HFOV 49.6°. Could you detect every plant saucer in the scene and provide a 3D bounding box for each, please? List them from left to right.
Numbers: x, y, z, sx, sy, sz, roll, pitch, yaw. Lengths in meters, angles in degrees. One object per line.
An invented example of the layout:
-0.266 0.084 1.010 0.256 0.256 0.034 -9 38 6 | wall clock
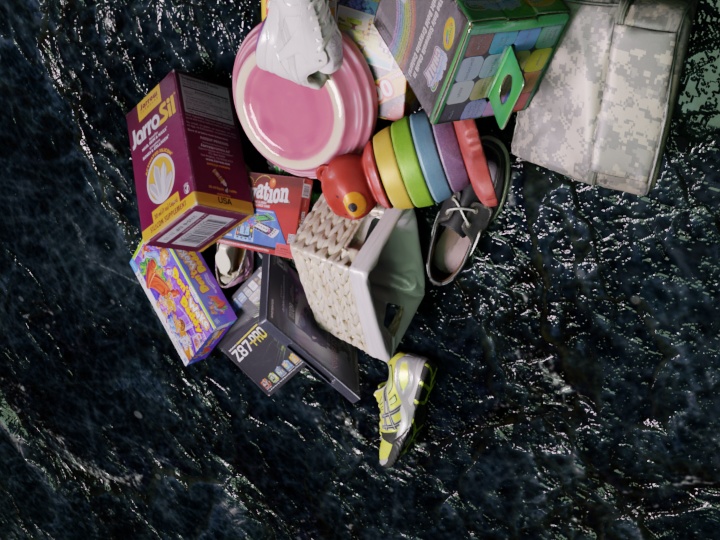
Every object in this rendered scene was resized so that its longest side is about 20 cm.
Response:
-0.076 -0.203 0.944 0.196 0.051 0.205 13 124 20 | plant saucer

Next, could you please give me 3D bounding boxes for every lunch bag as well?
0.246 -0.199 0.814 0.164 0.139 0.204 14 121 20 | lunch bag

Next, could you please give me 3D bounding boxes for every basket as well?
0.000 0.000 1.026 0.121 0.137 0.202 17 148 24 | basket

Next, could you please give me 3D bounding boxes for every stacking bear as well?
0.047 -0.118 0.911 0.196 0.115 0.123 -17 133 12 | stacking bear

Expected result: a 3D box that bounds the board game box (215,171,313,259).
-0.146 -0.081 1.063 0.197 0.019 0.106 11 92 42 | board game box

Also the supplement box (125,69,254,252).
-0.236 -0.147 1.071 0.130 0.102 0.205 -29 66 37 | supplement box

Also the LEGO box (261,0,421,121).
-0.018 -0.282 0.950 0.196 0.077 0.152 15 123 20 | LEGO box

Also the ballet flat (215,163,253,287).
-0.190 -0.059 1.169 0.068 0.071 0.204 17 123 13 | ballet flat

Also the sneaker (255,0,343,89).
-0.051 -0.265 0.801 0.098 0.076 0.201 30 155 1 | sneaker

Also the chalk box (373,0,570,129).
0.115 -0.235 0.776 0.203 0.121 0.125 64 152 27 | chalk box

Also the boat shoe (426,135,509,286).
0.135 -0.072 0.991 0.071 0.068 0.203 27 121 12 | boat shoe

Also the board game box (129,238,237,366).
-0.285 0.030 1.241 0.202 0.044 0.135 58 136 13 | board game box

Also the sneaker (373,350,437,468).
0.058 0.209 1.192 0.075 0.075 0.204 25 115 22 | sneaker

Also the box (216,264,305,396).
-0.142 0.091 1.238 0.161 0.049 0.199 46 129 -4 | box

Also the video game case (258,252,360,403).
-0.069 0.078 1.093 0.019 0.145 0.200 -32 125 21 | video game case

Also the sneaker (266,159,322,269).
-0.083 -0.089 1.076 0.084 0.077 0.204 28 131 42 | sneaker
